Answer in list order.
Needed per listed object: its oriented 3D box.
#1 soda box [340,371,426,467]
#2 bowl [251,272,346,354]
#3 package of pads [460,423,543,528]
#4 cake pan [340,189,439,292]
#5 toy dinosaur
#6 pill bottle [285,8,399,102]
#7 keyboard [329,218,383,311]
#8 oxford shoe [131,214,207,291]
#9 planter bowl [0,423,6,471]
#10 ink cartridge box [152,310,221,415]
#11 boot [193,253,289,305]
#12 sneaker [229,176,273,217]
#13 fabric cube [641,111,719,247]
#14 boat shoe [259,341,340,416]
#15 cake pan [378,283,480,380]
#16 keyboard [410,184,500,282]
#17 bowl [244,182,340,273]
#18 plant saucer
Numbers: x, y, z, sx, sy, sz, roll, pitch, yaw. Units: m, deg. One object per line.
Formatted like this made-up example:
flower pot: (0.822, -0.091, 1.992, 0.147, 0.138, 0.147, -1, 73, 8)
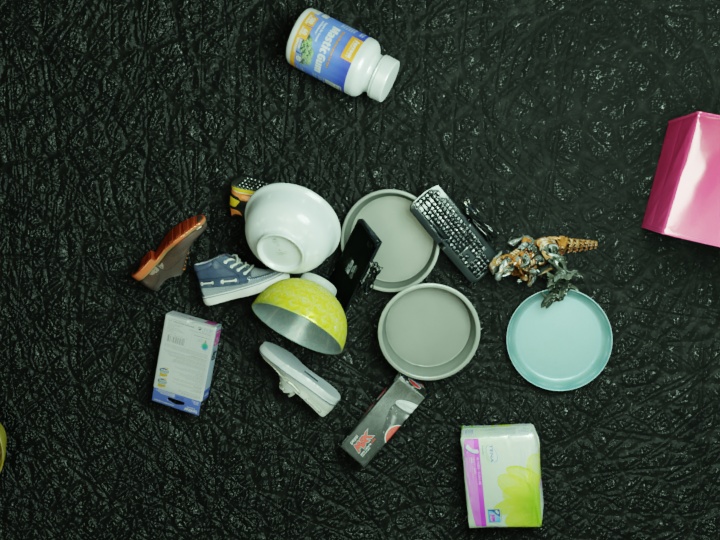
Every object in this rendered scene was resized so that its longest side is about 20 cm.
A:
soda box: (0.048, 0.300, 1.455, 0.071, 0.063, 0.201, 39, 104, 3)
bowl: (-0.104, 0.070, 1.409, 0.198, 0.201, 0.109, 24, 69, 7)
package of pads: (0.285, 0.410, 1.422, 0.152, 0.068, 0.203, -5, 98, 12)
cake pan: (0.060, -0.060, 1.410, 0.197, 0.037, 0.203, 2, 99, 11)
toy dinosaur: (0.346, -0.019, 1.330, 0.199, 0.102, 0.137, -29, 58, 14)
pill bottle: (-0.031, -0.399, 1.339, 0.198, 0.112, 0.113, 28, 103, 7)
keyboard: (0.000, 0.000, 1.390, 0.105, 0.039, 0.201, 56, 140, 28)
oxford shoe: (-0.387, -0.038, 1.499, 0.199, 0.071, 0.073, -39, 118, 11)
planter bowl: (-0.885, 0.395, 1.644, 0.198, 0.083, 0.203, 2, 99, 10)
ink cartridge box: (-0.376, 0.199, 1.536, 0.118, 0.042, 0.203, 14, 98, 9)
boot: (-0.248, 0.005, 1.462, 0.198, 0.073, 0.091, -16, 101, 14)
sneaker: (-0.171, -0.119, 1.440, 0.198, 0.070, 0.091, 19, 121, 5)
fabric cube: (0.613, -0.143, 1.207, 0.194, 0.200, 0.202, 13, 99, 10)
boat shoe: (-0.138, 0.230, 1.481, 0.199, 0.071, 0.070, 37, 101, -3)
cake pan: (0.133, 0.116, 1.396, 0.197, 0.037, 0.203, 1, 108, 2)
keyboard: (0.192, -0.079, 1.350, 0.104, 0.040, 0.200, -43, 102, -1)
bowl: (-0.142, -0.061, 1.376, 0.198, 0.091, 0.203, 8, 134, 8)
plant saucer: (0.384, 0.132, 1.381, 0.197, 0.027, 0.203, 2, 99, 12)
